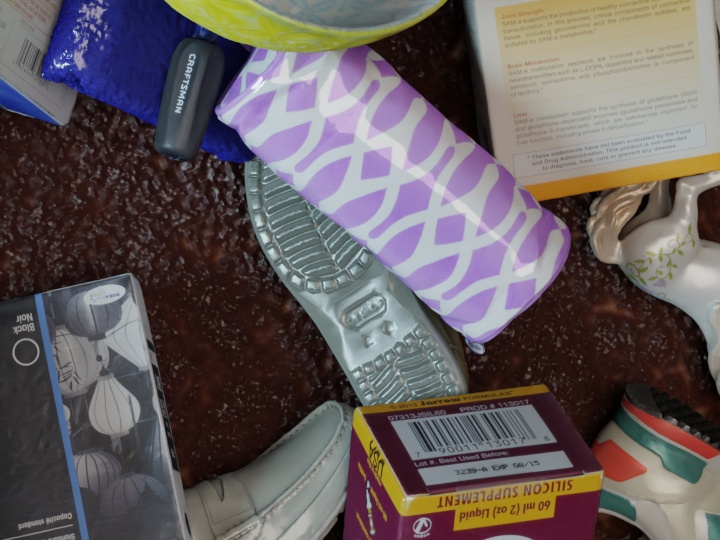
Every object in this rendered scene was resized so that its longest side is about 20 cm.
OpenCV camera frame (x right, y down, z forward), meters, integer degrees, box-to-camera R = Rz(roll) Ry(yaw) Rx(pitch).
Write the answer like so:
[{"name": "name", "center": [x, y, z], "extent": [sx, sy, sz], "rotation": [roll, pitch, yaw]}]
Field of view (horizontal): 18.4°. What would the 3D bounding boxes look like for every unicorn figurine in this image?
[{"name": "unicorn figurine", "center": [0.213, 0.006, 1.264], "extent": [0.200, 0.074, 0.138], "rotation": [30, 83, 1]}]

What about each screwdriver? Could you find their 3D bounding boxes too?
[{"name": "screwdriver", "center": [-0.066, -0.151, 1.113], "extent": [0.028, 0.029, 0.201], "rotation": [21, 85, -46]}]

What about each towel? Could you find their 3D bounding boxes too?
[{"name": "towel", "center": [-0.083, -0.169, 1.149], "extent": [0.147, 0.049, 0.201], "rotation": [25, 80, -45]}]

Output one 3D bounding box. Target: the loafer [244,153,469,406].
[{"name": "loafer", "center": [0.000, 0.000, 1.202], "extent": [0.075, 0.070, 0.201], "rotation": [-24, 88, 14]}]

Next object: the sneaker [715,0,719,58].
[{"name": "sneaker", "center": [0.206, -0.184, 1.255], "extent": [0.089, 0.078, 0.201], "rotation": [-9, 95, -34]}]

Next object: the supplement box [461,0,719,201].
[{"name": "supplement box", "center": [0.117, -0.145, 1.160], "extent": [0.126, 0.074, 0.201], "rotation": [-9, 116, -1]}]

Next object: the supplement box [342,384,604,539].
[{"name": "supplement box", "center": [0.052, 0.170, 1.166], "extent": [0.110, 0.086, 0.201], "rotation": [-6, 121, -17]}]

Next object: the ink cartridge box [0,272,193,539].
[{"name": "ink cartridge box", "center": [-0.142, 0.109, 1.135], "extent": [0.099, 0.039, 0.201], "rotation": [-13, 82, -1]}]

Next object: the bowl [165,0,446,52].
[{"name": "bowl", "center": [-0.053, -0.183, 1.047], "extent": [0.200, 0.108, 0.201], "rotation": [13, 65, -30]}]

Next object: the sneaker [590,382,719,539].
[{"name": "sneaker", "center": [0.206, 0.150, 1.272], "extent": [0.200, 0.070, 0.094], "rotation": [34, 100, -17]}]

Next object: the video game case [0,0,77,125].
[{"name": "video game case", "center": [-0.170, -0.188, 1.068], "extent": [0.045, 0.200, 0.182], "rotation": [16, 80, 21]}]

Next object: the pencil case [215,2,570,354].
[{"name": "pencil case", "center": [0.019, -0.051, 1.125], "extent": [0.200, 0.086, 0.084], "rotation": [42, 112, -16]}]

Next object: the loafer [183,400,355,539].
[{"name": "loafer", "center": [-0.075, 0.140, 1.176], "extent": [0.200, 0.070, 0.070], "rotation": [-46, 112, -10]}]
